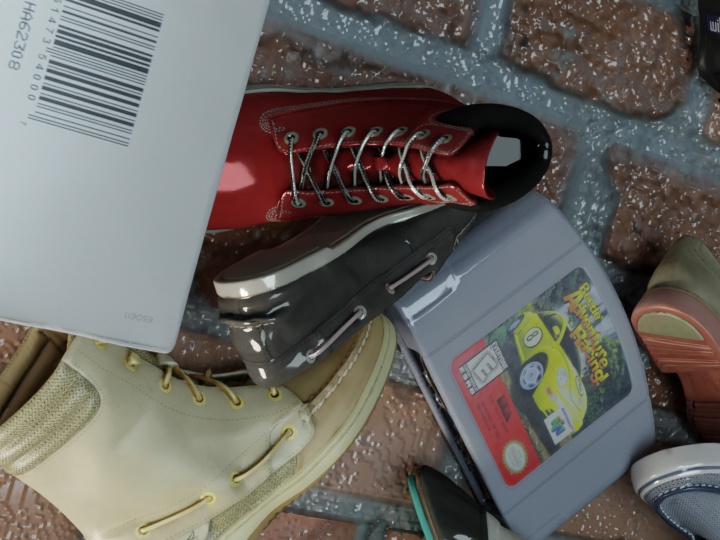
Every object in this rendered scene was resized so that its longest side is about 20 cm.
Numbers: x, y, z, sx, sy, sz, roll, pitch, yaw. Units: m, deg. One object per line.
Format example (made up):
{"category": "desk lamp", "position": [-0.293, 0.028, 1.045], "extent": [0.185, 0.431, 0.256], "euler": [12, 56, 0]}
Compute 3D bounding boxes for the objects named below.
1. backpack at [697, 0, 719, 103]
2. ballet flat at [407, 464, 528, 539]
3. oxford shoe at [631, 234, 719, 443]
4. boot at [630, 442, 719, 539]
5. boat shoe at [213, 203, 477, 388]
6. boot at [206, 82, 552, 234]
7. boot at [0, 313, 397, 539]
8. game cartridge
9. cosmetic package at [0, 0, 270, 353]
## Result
{"category": "backpack", "position": [0.288, -0.199, 0.779], "extent": [0.153, 0.199, 0.192], "euler": [-34, 107, -22]}
{"category": "ballet flat", "position": [0.087, 0.205, 0.801], "extent": [0.068, 0.068, 0.202], "euler": [-17, 92, 5]}
{"category": "oxford shoe", "position": [0.244, 0.060, 0.874], "extent": [0.200, 0.070, 0.074], "euler": [53, 53, -37]}
{"category": "boot", "position": [0.254, 0.176, 0.872], "extent": [0.199, 0.073, 0.091], "euler": [20, 49, -35]}
{"category": "boat shoe", "position": [0.000, 0.000, 0.711], "extent": [0.199, 0.066, 0.058], "euler": [-28, 111, -46]}
{"category": "boot", "position": [-0.011, -0.054, 0.673], "extent": [0.198, 0.144, 0.073], "euler": [-13, 108, -23]}
{"category": "boot", "position": [-0.087, 0.058, 0.701], "extent": [0.200, 0.073, 0.156], "euler": [-46, 116, -9]}
{"category": "game cartridge", "position": [0.104, 0.059, 0.819], "extent": [0.133, 0.041, 0.201], "euler": [-37, 115, -20]}
{"category": "cosmetic package", "position": [-0.136, -0.094, 0.567], "extent": [0.122, 0.200, 0.201], "euler": [14, 95, -31]}
